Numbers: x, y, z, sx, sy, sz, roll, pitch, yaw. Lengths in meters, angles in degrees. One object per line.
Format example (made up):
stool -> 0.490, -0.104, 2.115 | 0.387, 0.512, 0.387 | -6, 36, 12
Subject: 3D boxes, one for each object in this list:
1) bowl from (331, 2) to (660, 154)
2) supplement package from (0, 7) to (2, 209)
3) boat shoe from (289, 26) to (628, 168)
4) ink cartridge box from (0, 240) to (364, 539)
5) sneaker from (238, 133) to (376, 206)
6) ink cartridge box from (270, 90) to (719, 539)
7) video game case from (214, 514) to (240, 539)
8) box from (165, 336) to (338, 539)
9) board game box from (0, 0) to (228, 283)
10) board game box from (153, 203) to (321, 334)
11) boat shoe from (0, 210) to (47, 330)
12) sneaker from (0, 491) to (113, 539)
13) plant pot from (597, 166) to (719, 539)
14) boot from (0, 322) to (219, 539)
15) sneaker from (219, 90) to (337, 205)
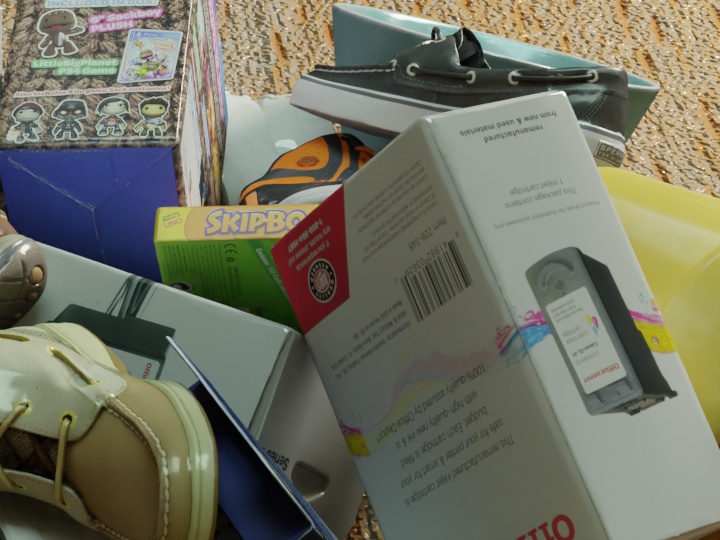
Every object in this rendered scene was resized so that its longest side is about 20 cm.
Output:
bowl -> 0.068, -0.085, 1.515 | 0.201, 0.105, 0.201 | 14, 8, -2
supplement package -> -0.276, -0.037, 1.315 | 0.111, 0.200, 0.156 | 21, 33, 30
boat shoe -> 0.055, -0.099, 1.386 | 0.200, 0.066, 0.070 | 11, -4, 33
ink cartridge box -> -0.102, 0.052, 1.227 | 0.200, 0.083, 0.147 | 18, -7, 24
sneaker -> 0.029, -0.040, 1.394 | 0.200, 0.078, 0.112 | 1, 22, -16
ink cartridge box -> 0.058, 0.044, 1.095 | 0.086, 0.148, 0.200 | -15, 77, -36
video game case -> -0.129, 0.161, 1.152 | 0.182, 0.024, 0.200 | 11, 28, 13
box -> -0.022, 0.122, 1.074 | 0.032, 0.200, 0.121 | -38, 37, -4
board game box -> -0.132, -0.077, 1.393 | 0.097, 0.159, 0.200 | -1, 44, 3
board game box -> 0.000, 0.000, 1.295 | 0.200, 0.096, 0.030 | 1, 59, 4
boat shoe -> -0.236, 0.037, 1.160 | 0.200, 0.076, 0.072 | -39, 75, -5
sneaker -> -0.142, 0.118, 1.133 | 0.085, 0.073, 0.200 | 8, 16, -23
plant pot -> 0.157, 0.046, 1.205 | 0.201, 0.201, 0.189 | -17, 38, -34
boot -> -0.156, 0.068, 1.036 | 0.155, 0.072, 0.200 | 2, 15, -30
sneaker -> -0.089, -0.088, 1.581 | 0.116, 0.074, 0.200 | -14, 43, -33
